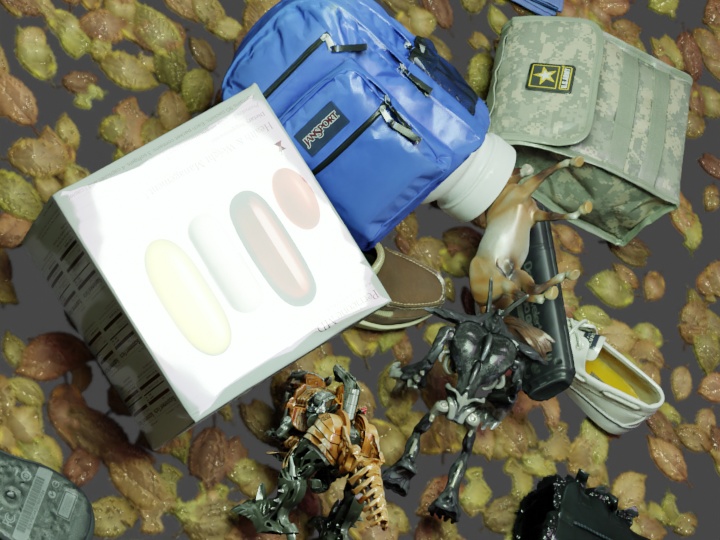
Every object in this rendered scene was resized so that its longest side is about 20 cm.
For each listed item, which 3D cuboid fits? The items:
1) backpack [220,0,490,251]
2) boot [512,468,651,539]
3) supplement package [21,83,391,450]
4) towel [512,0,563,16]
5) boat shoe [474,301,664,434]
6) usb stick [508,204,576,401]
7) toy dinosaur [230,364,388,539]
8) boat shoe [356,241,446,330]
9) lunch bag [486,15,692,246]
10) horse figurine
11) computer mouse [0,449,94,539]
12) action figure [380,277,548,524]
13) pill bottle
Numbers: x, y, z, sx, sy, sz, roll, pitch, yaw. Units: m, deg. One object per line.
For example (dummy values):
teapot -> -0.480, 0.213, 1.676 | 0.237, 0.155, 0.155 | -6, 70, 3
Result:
backpack -> -0.010, -0.137, 1.605 | 0.200, 0.163, 0.168 | 45, 15, -7
boot -> 0.207, 0.282, 1.709 | 0.162, 0.073, 0.198 | 36, 44, -20
supplement package -> -0.122, 0.000, 1.521 | 0.191, 0.147, 0.200 | -32, 89, -23
towel -> 0.150, -0.365, 2.032 | 0.145, 0.024, 0.200 | 20, 55, -25
boat shoe -> 0.197, 0.073, 1.806 | 0.200, 0.070, 0.071 | 41, 49, -9
usb stick -> 0.158, 0.026, 1.761 | 0.033, 0.055, 0.200 | 34, 38, -40
toy dinosaur -> -0.030, 0.150, 1.549 | 0.102, 0.136, 0.200 | 22, 12, -9
boat shoe -> 0.001, 0.006, 1.691 | 0.202, 0.075, 0.075 | 5, 65, -35
lunch bag -> 0.212, -0.147, 1.904 | 0.200, 0.118, 0.164 | 25, 55, -18
horse figurine -> 0.143, -0.019, 1.738 | 0.050, 0.132, 0.200 | 27, 64, -37
computer mouse -> -0.285, 0.135, 1.437 | 0.200, 0.046, 0.141 | 24, 50, -19
action figure -> 0.081, 0.108, 1.679 | 0.119, 0.102, 0.200 | 27, 75, -10
pill bottle -> 0.038, -0.132, 1.765 | 0.200, 0.112, 0.113 | 35, 51, -19
